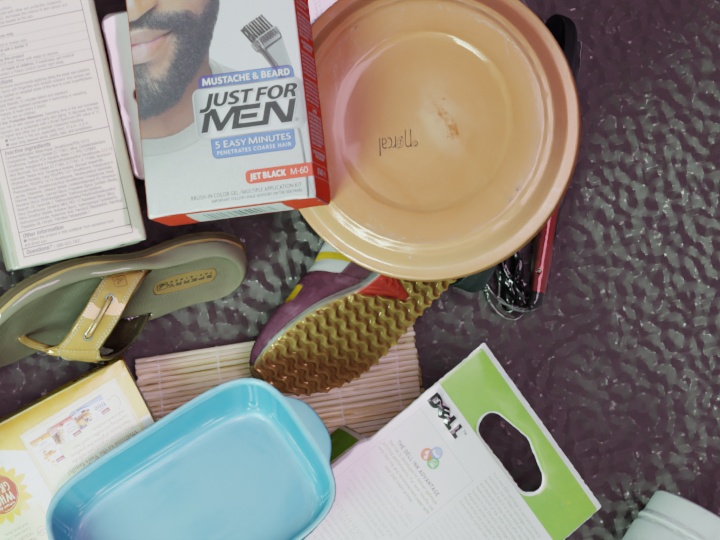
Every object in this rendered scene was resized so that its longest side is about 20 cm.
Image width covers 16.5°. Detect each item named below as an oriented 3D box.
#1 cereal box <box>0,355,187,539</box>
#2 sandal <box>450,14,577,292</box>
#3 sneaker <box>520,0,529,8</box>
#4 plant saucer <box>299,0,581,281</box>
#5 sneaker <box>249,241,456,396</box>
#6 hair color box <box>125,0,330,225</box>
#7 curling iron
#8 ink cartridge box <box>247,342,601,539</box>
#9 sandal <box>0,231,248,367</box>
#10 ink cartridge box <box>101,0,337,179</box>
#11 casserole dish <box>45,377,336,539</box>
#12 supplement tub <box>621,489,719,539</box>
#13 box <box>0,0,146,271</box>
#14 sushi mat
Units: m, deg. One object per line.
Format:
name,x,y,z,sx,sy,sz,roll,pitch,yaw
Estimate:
cereal box,-0.173,0.178,1.638,0.143,0.040,0.201,-27,95,-4
sandal,0.096,-0.085,1.689,0.048,0.075,0.202,23,85,-17
sneaker,0.065,-0.181,1.665,0.080,0.076,0.201,-32,63,11
plant saucer,0.042,-0.094,1.600,0.198,0.032,0.202,0,87,8
sneaker,0.000,0.000,1.672,0.200,0.090,0.075,-39,129,3
hair color box,-0.087,-0.136,1.573,0.110,0.064,0.202,-8,85,8
curling iron,0.125,-0.064,1.720,0.049,0.026,0.202,17,85,-15
ink cartridge box,0.038,0.163,1.664,0.200,0.076,0.148,-38,101,-9
sandal,-0.162,0.029,1.626,0.199,0.081,0.054,-15,60,-16
ink cartridge box,-0.070,-0.132,1.660,0.198,0.067,0.117,-12,91,-12
casserole dish,-0.106,0.155,1.588,0.199,0.039,0.121,-32,67,-9
supplement tub,0.200,0.265,1.675,0.132,0.132,0.201,35,83,-9
box,-0.208,-0.107,1.624,0.094,0.078,0.202,-11,91,-11
sushi mat,-0.052,0.093,1.686,0.198,0.012,0.097,-8,90,-12
